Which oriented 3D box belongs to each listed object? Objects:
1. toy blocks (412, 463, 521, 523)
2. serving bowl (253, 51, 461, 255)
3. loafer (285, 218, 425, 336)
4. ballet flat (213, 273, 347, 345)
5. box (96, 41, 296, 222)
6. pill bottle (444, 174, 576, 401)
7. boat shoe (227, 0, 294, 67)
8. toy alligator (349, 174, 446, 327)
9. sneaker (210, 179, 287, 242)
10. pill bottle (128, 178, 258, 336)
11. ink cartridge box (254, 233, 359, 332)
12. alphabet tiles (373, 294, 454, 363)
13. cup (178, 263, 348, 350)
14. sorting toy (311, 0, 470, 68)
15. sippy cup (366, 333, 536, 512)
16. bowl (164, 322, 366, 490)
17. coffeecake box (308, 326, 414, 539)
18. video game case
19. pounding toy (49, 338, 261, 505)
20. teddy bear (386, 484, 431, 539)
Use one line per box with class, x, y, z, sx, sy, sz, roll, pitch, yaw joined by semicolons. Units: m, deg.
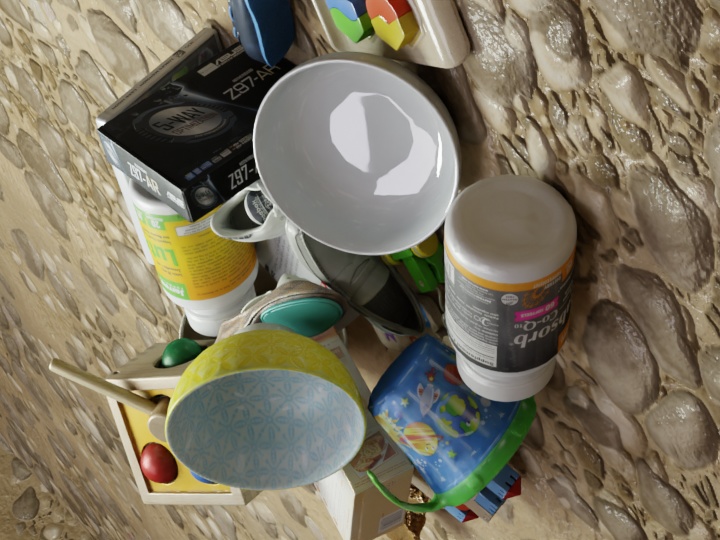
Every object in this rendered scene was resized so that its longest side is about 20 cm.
toy blocks;0.112;0.211;1.707;0.136;0.100;0.201;38;154;11
serving bowl;0.004;-0.117;1.460;0.198;0.066;0.202;10;124;15
loafer;0.000;0.000;1.582;0.200;0.070;0.070;42;170;-39
ballet flat;-0.085;0.043;1.621;0.068;0.068;0.199;35;136;-29
box;-0.142;-0.146;1.599;0.160;0.199;0.044;35;150;40
pill bottle;0.131;0.021;1.402;0.116;0.116;0.201;40;153;31
boat shoe;-0.114;-0.275;1.517;0.068;0.084;0.201;30;146;22
toy alligator;0.058;-0.026;1.565;0.059;0.054;0.201;-14;119;50
sneaker;-0.060;-0.081;1.583;0.199;0.080;0.077;-31;79;28
pill bottle;-0.173;-0.029;1.709;0.111;0.111;0.201;32;148;41
ink cartridge box;-0.063;-0.047;1.721;0.200;0.086;0.147;46;155;16
alphabet tiles;0.089;0.110;1.728;0.195;0.015;0.202;9;130;60
cup;-0.109;0.080;1.886;0.201;0.199;0.143;56;-175;-2
sorting toy;-0.001;-0.264;1.378;0.199;0.036;0.187;16;135;56
sippy cup;0.082;0.139;1.547;0.130;0.178;0.140;40;141;-7
bowl;-0.093;0.118;1.564;0.201;0.197;0.109;83;-177;-48
coffeecake box;-0.024;0.175;1.698;0.201;0.072;0.154;59;162;26
video game case;-0.197;-0.136;1.741;0.023;0.182;0.201;18;140;34
pounding toy;-0.209;0.158;1.750;0.182;0.142;0.202;-5;109;36
teddy bear;0.052;0.240;1.928;0.144;0.066;0.202;1;117;51
